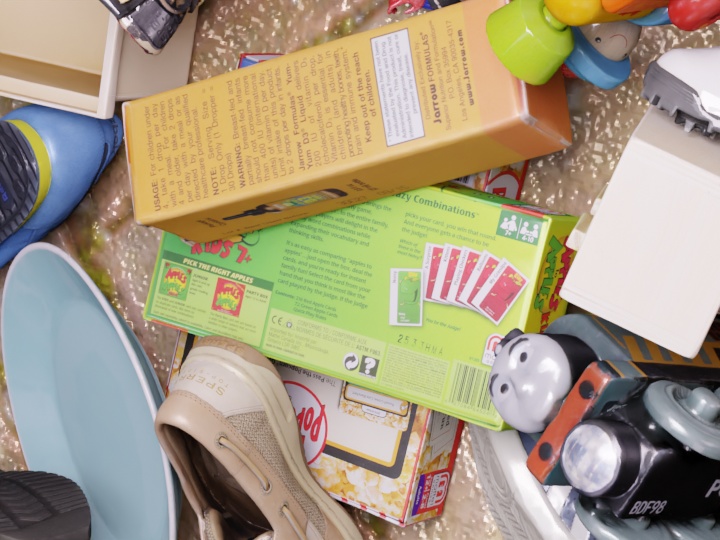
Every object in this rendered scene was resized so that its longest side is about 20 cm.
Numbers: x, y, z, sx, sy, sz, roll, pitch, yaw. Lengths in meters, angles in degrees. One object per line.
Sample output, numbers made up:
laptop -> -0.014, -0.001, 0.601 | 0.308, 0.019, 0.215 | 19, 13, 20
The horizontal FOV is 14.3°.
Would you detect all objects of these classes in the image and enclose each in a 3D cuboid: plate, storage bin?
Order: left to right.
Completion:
storage bin -> -0.175, -0.197, 1.473 | 0.197, 0.094, 0.201 | 14, 101, 26
plate -> -0.133, 0.081, 1.467 | 0.200, 0.025, 0.201 | 38, 136, 49

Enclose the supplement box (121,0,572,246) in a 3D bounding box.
supplement box -> -0.008, -0.067, 1.312 | 0.199, 0.066, 0.069 | -16, 74, 20

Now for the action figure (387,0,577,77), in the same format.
action figure -> 0.016, -0.129, 1.377 | 0.199, 0.099, 0.065 | 28, 142, 21

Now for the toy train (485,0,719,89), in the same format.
toy train -> 0.097, -0.120, 1.201 | 0.116, 0.200, 0.085 | -36, 78, 32

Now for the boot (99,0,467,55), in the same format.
boot -> -0.049, -0.157, 1.332 | 0.150, 0.073, 0.200 | -41, 68, 4

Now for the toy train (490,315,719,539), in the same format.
toy train -> 0.140, 0.069, 1.271 | 0.114, 0.199, 0.086 | 44, 115, 33

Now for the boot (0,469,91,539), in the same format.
boot -> -0.197, 0.176, 1.509 | 0.200, 0.077, 0.139 | 13, 108, 59

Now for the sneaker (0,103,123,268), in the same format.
sneaker -> -0.194, -0.030, 1.520 | 0.200, 0.078, 0.066 | -35, 80, 45

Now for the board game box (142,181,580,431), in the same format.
board game box -> 0.000, 0.000, 1.367 | 0.199, 0.048, 0.102 | 16, 97, 26

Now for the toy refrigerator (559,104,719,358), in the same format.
toy refrigerator -> 0.139, -0.031, 1.256 | 0.070, 0.200, 0.076 | 25, 107, 5

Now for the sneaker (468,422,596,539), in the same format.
sneaker -> 0.119, 0.121, 1.367 | 0.084, 0.075, 0.201 | -22, 63, -11

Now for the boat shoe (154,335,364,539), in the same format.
boat shoe -> -0.052, 0.126, 1.404 | 0.071, 0.065, 0.201 | 3, 131, 36

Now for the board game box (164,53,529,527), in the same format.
board game box -> -0.010, 0.008, 1.430 | 0.151, 0.046, 0.201 | 19, 102, 25

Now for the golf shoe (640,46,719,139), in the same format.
golf shoe -> 0.218, -0.092, 1.199 | 0.198, 0.078, 0.095 | 4, 104, 4
